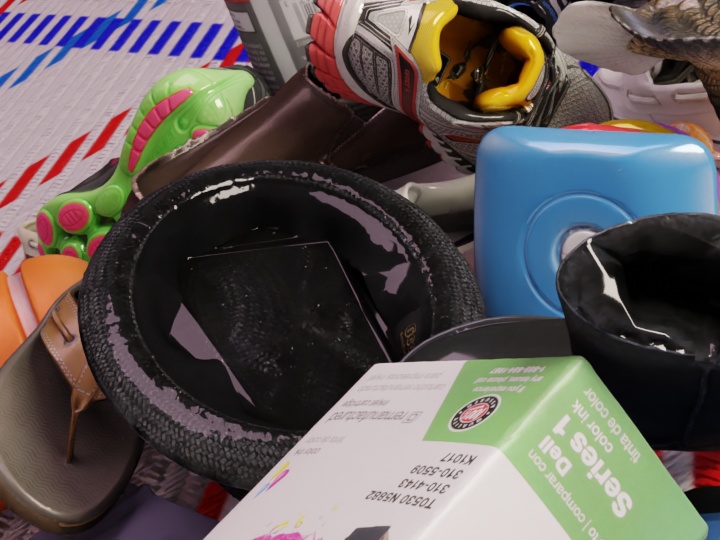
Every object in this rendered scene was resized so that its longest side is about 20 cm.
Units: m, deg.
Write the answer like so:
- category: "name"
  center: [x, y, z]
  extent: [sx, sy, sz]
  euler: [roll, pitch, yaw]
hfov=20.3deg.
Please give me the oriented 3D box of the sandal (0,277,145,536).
- category: "sandal"
  center: [-0.116, 0.038, 0.955]
  extent: [0.200, 0.081, 0.055]
  euler: [-55, -4, -43]

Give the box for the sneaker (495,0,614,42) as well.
- category: "sneaker"
  center: [0.162, -0.201, 1.382]
  extent: [0.199, 0.073, 0.112]
  euler: [-21, 23, 29]

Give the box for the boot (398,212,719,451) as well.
- category: "boot"
  center: [0.083, 0.032, 0.734]
  extent: [0.163, 0.066, 0.200]
  euler: [-7, -10, 3]

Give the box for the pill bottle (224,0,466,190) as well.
- category: "pill bottle"
  center: [0.005, -0.105, 1.122]
  extent: [0.115, 0.201, 0.116]
  euler: [-20, 22, 8]

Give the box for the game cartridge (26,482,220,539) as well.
- category: "game cartridge"
  center: [-0.105, 0.150, 0.865]
  extent: [0.129, 0.039, 0.199]
  euler: [-30, 22, -28]

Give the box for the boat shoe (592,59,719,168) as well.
- category: "boat shoe"
  center: [0.182, -0.106, 1.130]
  extent: [0.072, 0.066, 0.200]
  euler: [-26, 22, -9]

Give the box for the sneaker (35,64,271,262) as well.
- category: "sneaker"
  center: [-0.112, -0.044, 1.122]
  extent: [0.200, 0.077, 0.084]
  euler: [-39, -5, 40]

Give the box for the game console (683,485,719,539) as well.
- category: "game console"
  center: [0.125, 0.092, 0.662]
  extent: [0.116, 0.177, 0.200]
  euler: [22, 42, 22]

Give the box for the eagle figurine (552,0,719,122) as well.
- category: "eagle figurine"
  center: [0.189, -0.115, 0.949]
  extent: [0.150, 0.152, 0.201]
  euler: [-7, 46, -14]

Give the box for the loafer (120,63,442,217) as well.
- category: "loafer"
  center: [-0.033, -0.071, 1.010]
  extent: [0.199, 0.071, 0.073]
  euler: [-27, 47, -20]

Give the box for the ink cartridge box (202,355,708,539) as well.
- category: "ink cartridge box"
  center: [-0.003, 0.125, 0.679]
  extent: [0.200, 0.084, 0.145]
  euler: [-44, 17, -24]

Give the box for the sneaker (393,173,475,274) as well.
- category: "sneaker"
  center: [0.000, 0.000, 1.009]
  extent: [0.199, 0.100, 0.075]
  euler: [-23, 53, 2]

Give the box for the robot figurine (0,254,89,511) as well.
- category: "robot figurine"
  center: [-0.190, 0.065, 1.038]
  extent: [0.199, 0.144, 0.117]
  euler: [-25, 60, -5]

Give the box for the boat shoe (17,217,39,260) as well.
- category: "boat shoe"
  center: [-0.120, -0.018, 1.236]
  extent: [0.199, 0.063, 0.071]
  euler: [-11, 22, 26]

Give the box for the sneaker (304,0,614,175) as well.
- category: "sneaker"
  center: [0.063, -0.086, 0.966]
  extent: [0.082, 0.078, 0.199]
  euler: [16, 1, 42]

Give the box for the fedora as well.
- category: "fedora"
  center: [-0.036, 0.043, 0.917]
  extent: [0.199, 0.092, 0.201]
  euler: [1, 44, -1]

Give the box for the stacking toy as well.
- category: "stacking toy"
  center: [0.137, -0.036, 0.986]
  extent: [0.115, 0.111, 0.200]
  euler: [4, 20, 21]
